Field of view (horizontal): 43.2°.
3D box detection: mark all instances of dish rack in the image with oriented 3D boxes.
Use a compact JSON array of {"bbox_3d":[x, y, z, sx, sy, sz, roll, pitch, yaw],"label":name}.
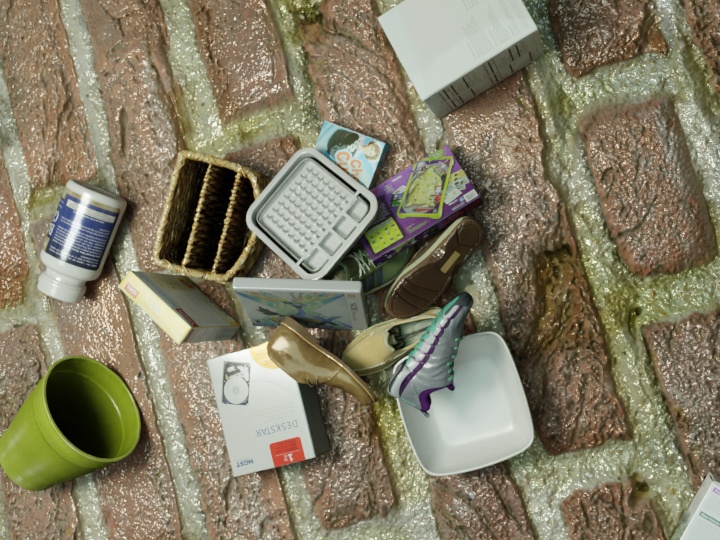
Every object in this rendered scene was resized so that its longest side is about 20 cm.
[{"bbox_3d":[-0.074,-0.087,1.464,0.200,0.044,0.172,40,90,31],"label":"dish rack"}]

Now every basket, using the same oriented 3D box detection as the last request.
[{"bbox_3d":[-0.239,-0.083,1.526,0.141,0.149,0.202,17,92,16],"label":"basket"}]

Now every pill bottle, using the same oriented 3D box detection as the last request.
[{"bbox_3d":[-0.502,-0.050,1.620,0.110,0.111,0.202,23,94,15],"label":"pill bottle"}]

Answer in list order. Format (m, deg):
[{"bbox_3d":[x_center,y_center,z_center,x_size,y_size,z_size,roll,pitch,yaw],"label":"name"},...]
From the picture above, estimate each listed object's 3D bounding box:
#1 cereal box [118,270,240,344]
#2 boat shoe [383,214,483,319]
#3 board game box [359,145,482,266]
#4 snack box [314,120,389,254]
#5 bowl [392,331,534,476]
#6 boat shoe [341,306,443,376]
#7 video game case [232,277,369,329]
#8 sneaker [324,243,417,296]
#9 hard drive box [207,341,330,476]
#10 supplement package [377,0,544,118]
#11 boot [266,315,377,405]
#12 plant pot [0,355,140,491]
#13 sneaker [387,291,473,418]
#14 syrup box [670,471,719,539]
[{"bbox_3d":[-0.297,0.061,1.510,0.144,0.200,0.040,41,98,14],"label":"cereal box"},{"bbox_3d":[0.115,-0.007,1.464,0.202,0.075,0.075,-43,111,4],"label":"boat shoe"},{"bbox_3d":[0.082,-0.104,1.455,0.199,0.032,0.121,-30,63,3],"label":"board game box"},{"bbox_3d":[-0.040,-0.136,1.528,0.115,0.037,0.202,21,94,14],"label":"snack box"},{"bbox_3d":[0.165,0.209,1.437,0.198,0.075,0.202,-19,83,14],"label":"bowl"},{"bbox_3d":[0.048,0.113,1.472,0.199,0.076,0.072,-31,83,15],"label":"boat shoe"},{"bbox_3d":[-0.090,0.055,1.446,0.197,0.183,0.022,2,68,5],"label":"video game case"},{"bbox_3d":[0.000,0.000,1.480,0.199,0.090,0.067,-36,69,12],"label":"sneaker"},{"bbox_3d":[-0.154,0.226,1.528,0.154,0.077,0.202,-17,84,15],"label":"hard drive box"},{"bbox_3d":[0.160,-0.365,1.419,0.199,0.151,0.153,-30,81,13],"label":"supplement package"},{"bbox_3d":[-0.063,0.163,1.455,0.199,0.074,0.076,37,75,5],"label":"boot"},{"bbox_3d":[-0.523,0.285,1.585,0.192,0.200,0.202,-36,79,24],"label":"plant pot"},{"bbox_3d":[0.128,0.128,1.386,0.087,0.074,0.201,36,108,1],"label":"sneaker"},{"bbox_3d":[0.501,0.405,1.330,0.081,0.079,0.202,29,96,15],"label":"syrup box"}]
